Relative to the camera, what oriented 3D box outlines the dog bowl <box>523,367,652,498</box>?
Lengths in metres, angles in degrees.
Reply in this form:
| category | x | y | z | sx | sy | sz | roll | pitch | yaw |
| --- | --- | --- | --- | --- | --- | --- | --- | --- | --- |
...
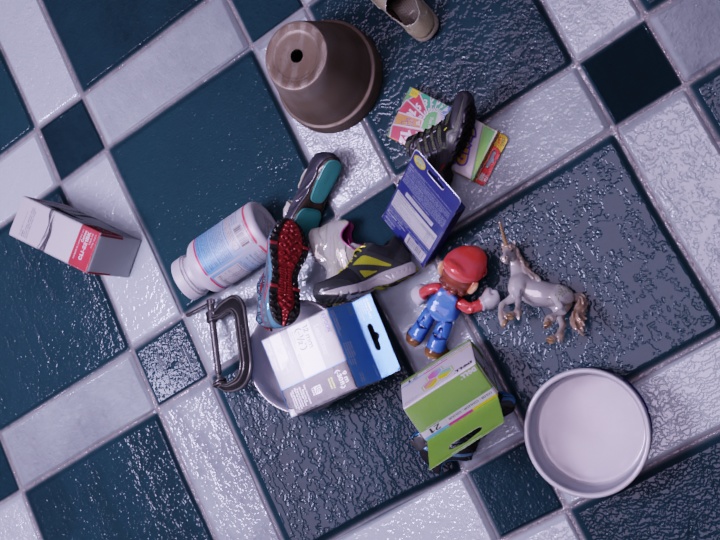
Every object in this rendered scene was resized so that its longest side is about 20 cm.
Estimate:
| category | x | y | z | sx | sy | sz | roll | pitch | yaw |
| --- | --- | --- | --- | --- | --- | --- | --- | --- | --- |
| dog bowl | 0.366 | 0.256 | 1.565 | 0.197 | 0.079 | 0.204 | -1 | 88 | 20 |

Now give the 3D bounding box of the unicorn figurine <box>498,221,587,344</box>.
| category | x | y | z | sx | sy | sz | roll | pitch | yaw |
| --- | --- | --- | --- | --- | --- | --- | --- | --- | --- |
| unicorn figurine | 0.282 | 0.035 | 1.606 | 0.198 | 0.074 | 0.138 | 27 | 59 | -1 |

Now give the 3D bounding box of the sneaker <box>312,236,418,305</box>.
| category | x | y | z | sx | sy | sz | roll | pitch | yaw |
| --- | --- | --- | --- | --- | --- | --- | --- | --- | --- |
| sneaker | 0.000 | 0.000 | 1.677 | 0.074 | 0.198 | 0.086 | -39 | 70 | 60 |

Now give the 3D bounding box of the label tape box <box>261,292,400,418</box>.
| category | x | y | z | sx | sy | sz | roll | pitch | yaw |
| --- | --- | --- | --- | --- | --- | --- | --- | --- | --- |
| label tape box | -0.051 | 0.143 | 1.646 | 0.198 | 0.066 | 0.145 | -26 | 79 | 18 |

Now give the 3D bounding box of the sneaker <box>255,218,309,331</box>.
| category | x | y | z | sx | sy | sz | roll | pitch | yaw |
| --- | --- | --- | --- | --- | --- | --- | --- | --- | --- |
| sneaker | -0.151 | 0.006 | 1.697 | 0.095 | 0.079 | 0.203 | -24 | 52 | 50 |

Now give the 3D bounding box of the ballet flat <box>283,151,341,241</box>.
| category | x | y | z | sx | sy | sz | roll | pitch | yaw |
| --- | --- | --- | --- | --- | --- | --- | --- | --- | --- |
| ballet flat | -0.097 | -0.126 | 1.768 | 0.073 | 0.073 | 0.202 | 31 | 104 | 19 |

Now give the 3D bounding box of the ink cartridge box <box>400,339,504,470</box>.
| category | x | y | z | sx | sy | sz | roll | pitch | yaw |
| --- | --- | --- | --- | --- | --- | --- | --- | --- | --- |
| ink cartridge box | 0.146 | 0.212 | 1.573 | 0.147 | 0.200 | 0.076 | -34 | 103 | 10 |

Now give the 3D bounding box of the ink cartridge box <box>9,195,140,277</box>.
| category | x | y | z | sx | sy | sz | roll | pitch | yaw |
| --- | --- | --- | --- | --- | --- | --- | --- | --- | --- |
| ink cartridge box | -0.551 | -0.064 | 1.886 | 0.198 | 0.144 | 0.085 | 23 | 94 | 19 |

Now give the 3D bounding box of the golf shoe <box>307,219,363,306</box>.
| category | x | y | z | sx | sy | sz | roll | pitch | yaw |
| --- | --- | --- | --- | --- | --- | --- | --- | --- | --- |
| golf shoe | -0.022 | 0.003 | 1.726 | 0.091 | 0.075 | 0.202 | -26 | 80 | 14 |

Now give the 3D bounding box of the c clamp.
| category | x | y | z | sx | sy | sz | roll | pitch | yaw |
| --- | --- | --- | --- | --- | --- | --- | --- | --- | --- |
| c clamp | -0.250 | 0.134 | 1.786 | 0.170 | 0.027 | 0.203 | -35 | 59 | 37 |

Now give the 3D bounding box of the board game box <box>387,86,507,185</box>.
| category | x | y | z | sx | sy | sz | roll | pitch | yaw |
| --- | --- | --- | --- | --- | --- | --- | --- | --- | --- |
| board game box | 0.150 | -0.233 | 1.697 | 0.198 | 0.030 | 0.097 | 30 | 98 | 17 |

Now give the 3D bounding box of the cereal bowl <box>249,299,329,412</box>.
| category | x | y | z | sx | sy | sz | roll | pitch | yaw |
| --- | --- | --- | --- | --- | --- | --- | --- | --- | --- |
| cereal bowl | -0.097 | 0.151 | 1.740 | 0.197 | 0.083 | 0.204 | -1 | 88 | 20 |

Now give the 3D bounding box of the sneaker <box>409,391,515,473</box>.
| category | x | y | z | sx | sy | sz | roll | pitch | yaw |
| --- | --- | --- | --- | --- | --- | --- | --- | --- | --- |
| sneaker | 0.183 | 0.270 | 1.645 | 0.199 | 0.073 | 0.083 | -31 | 90 | 24 |

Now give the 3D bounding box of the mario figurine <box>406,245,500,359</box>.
| category | x | y | z | sx | sy | sz | roll | pitch | yaw |
| --- | --- | --- | --- | --- | --- | --- | --- | --- | --- |
| mario figurine | 0.160 | 0.048 | 1.667 | 0.122 | 0.106 | 0.202 | 22 | 109 | -16 |

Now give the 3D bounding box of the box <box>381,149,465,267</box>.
| category | x | y | z | sx | sy | sz | roll | pitch | yaw |
| --- | --- | --- | --- | --- | --- | --- | --- | --- | --- |
| box | 0.108 | -0.107 | 1.636 | 0.032 | 0.201 | 0.122 | -30 | 72 | -29 |

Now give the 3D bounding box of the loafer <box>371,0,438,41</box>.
| category | x | y | z | sx | sy | sz | roll | pitch | yaw |
| --- | --- | --- | --- | --- | --- | --- | --- | --- | --- |
| loafer | 0.059 | -0.489 | 1.718 | 0.200 | 0.068 | 0.076 | 46 | 102 | 16 |

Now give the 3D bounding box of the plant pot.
| category | x | y | z | sx | sy | sz | roll | pitch | yaw |
| --- | --- | --- | --- | --- | --- | --- | --- | --- | --- |
| plant pot | -0.078 | -0.356 | 1.710 | 0.197 | 0.173 | 0.204 | -1 | 87 | 19 |

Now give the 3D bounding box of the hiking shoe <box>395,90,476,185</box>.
| category | x | y | z | sx | sy | sz | roll | pitch | yaw |
| --- | --- | --- | --- | --- | --- | --- | --- | --- | --- |
| hiking shoe | 0.123 | -0.216 | 1.646 | 0.100 | 0.076 | 0.202 | 28 | 111 | 16 |

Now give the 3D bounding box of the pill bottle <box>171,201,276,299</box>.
| category | x | y | z | sx | sy | sz | roll | pitch | yaw |
| --- | --- | --- | --- | --- | --- | --- | --- | --- | --- |
| pill bottle | -0.246 | -0.031 | 1.790 | 0.198 | 0.109 | 0.110 | -31 | 78 | 16 |
